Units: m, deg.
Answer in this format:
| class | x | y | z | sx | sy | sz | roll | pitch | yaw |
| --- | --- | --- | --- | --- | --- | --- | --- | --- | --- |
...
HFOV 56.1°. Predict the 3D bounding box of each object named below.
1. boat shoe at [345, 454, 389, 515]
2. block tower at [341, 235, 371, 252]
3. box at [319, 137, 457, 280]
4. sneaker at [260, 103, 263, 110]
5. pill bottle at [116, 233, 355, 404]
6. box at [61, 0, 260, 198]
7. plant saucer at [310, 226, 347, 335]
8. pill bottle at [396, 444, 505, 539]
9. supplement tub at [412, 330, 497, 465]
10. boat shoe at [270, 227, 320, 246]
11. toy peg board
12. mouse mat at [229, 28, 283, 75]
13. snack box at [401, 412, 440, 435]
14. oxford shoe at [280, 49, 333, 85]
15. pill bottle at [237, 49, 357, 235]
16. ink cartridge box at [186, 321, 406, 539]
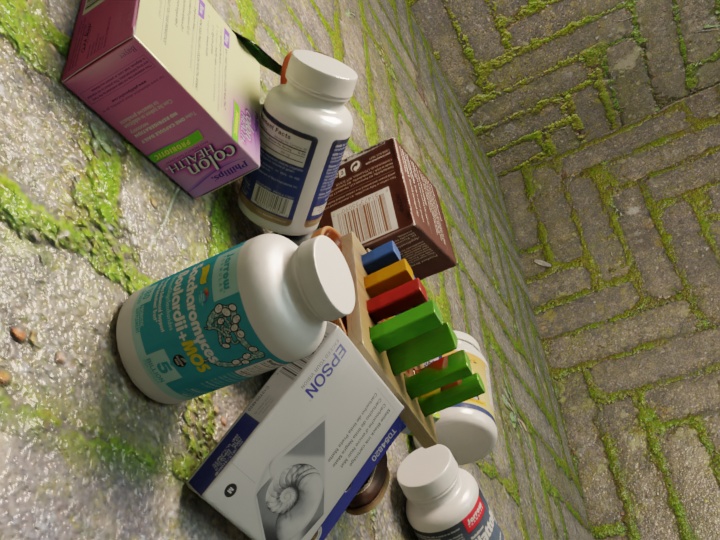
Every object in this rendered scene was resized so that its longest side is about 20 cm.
| class | x | y | z | sx | sy | sz | roll | pitch | yaw |
| --- | --- | --- | --- | --- | --- | --- | --- | --- | --- |
| boat shoe | -0.001 | 0.225 | 0.874 | 0.200 | 0.069 | 0.071 | -81 | 153 | -69 |
| block tower | 0.000 | 0.000 | 1.029 | 0.198 | 0.058 | 0.055 | 21 | 39 | -41 |
| box | 0.041 | -0.082 | 1.142 | 0.200 | 0.164 | 0.167 | 35 | 38 | -57 |
| sneaker | -0.090 | -0.176 | 0.965 | 0.078 | 0.114 | 0.203 | 28 | 45 | -61 |
| pill bottle | -0.106 | 0.038 | 0.592 | 0.111 | 0.198 | 0.112 | 52 | 25 | -37 |
| box | -0.204 | -0.217 | 0.739 | 0.200 | 0.096 | 0.178 | 44 | 31 | -48 |
| plant saucer | -0.016 | 0.046 | 0.815 | 0.200 | 0.032 | 0.203 | -22 | 91 | -78 |
| pill bottle | 0.136 | 0.370 | 1.015 | 0.202 | 0.118 | 0.120 | 62 | 21 | -17 |
| supplement tub | 0.160 | 0.220 | 1.189 | 0.145 | 0.143 | 0.202 | 54 | 24 | -35 |
| boat shoe | -0.106 | -0.015 | 0.852 | 0.060 | 0.076 | 0.199 | 34 | 24 | 17 |
| toy peg board | 0.068 | 0.067 | 0.819 | 0.201 | 0.097 | 0.201 | 56 | 18 | -36 |
| mouse mat | -0.158 | -0.305 | 0.918 | 0.160 | 0.008 | 0.200 | 34 | 8 | 19 |
| snack box | 0.018 | 0.119 | 0.926 | 0.141 | 0.053 | 0.202 | 23 | 33 | -32 |
| oxford shoe | -0.064 | -0.184 | 0.893 | 0.071 | 0.072 | 0.203 | -24 | 120 | -45 |
| pill bottle | -0.074 | -0.154 | 0.821 | 0.109 | 0.202 | 0.112 | 17 | 28 | -10 |
| ink cartridge box | -0.042 | 0.186 | 0.676 | 0.200 | 0.040 | 0.201 | -51 | 129 | -18 |
